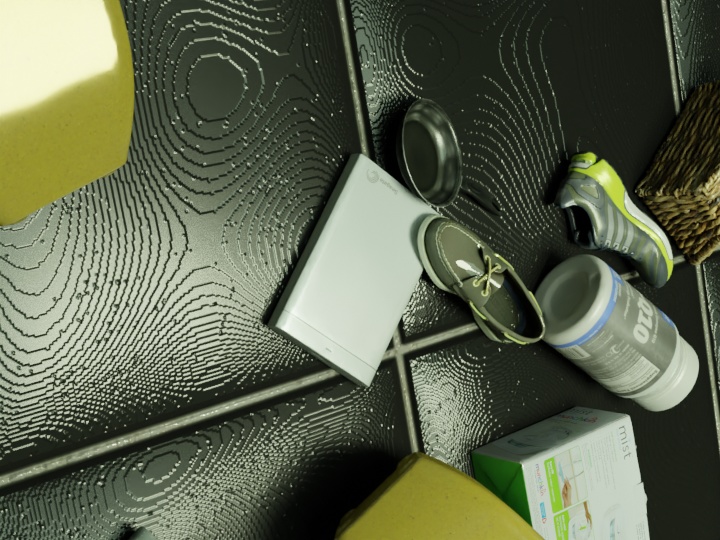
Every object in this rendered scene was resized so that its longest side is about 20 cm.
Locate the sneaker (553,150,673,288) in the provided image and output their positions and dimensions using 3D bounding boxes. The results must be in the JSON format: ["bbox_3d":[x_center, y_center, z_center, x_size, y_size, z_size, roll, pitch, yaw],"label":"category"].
[{"bbox_3d":[0.300,-0.046,1.289,0.200,0.074,0.081,46,74,-17],"label":"sneaker"}]

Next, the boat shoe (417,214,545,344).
[{"bbox_3d":[0.135,0.011,1.166,0.202,0.060,0.073,47,68,-34],"label":"boat shoe"}]

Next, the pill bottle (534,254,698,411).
[{"bbox_3d":[0.303,0.079,1.260,0.199,0.113,0.115,35,73,-29],"label":"pill bottle"}]

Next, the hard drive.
[{"bbox_3d":[0.000,0.000,1.113,0.131,0.027,0.202,35,72,-29],"label":"hard drive"}]

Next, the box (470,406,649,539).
[{"bbox_3d":[0.237,0.281,1.231,0.174,0.096,0.203,-17,100,-32],"label":"box"}]

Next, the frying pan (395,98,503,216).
[{"bbox_3d":[0.094,-0.122,1.169,0.189,0.031,0.117,4,79,-54],"label":"frying pan"}]

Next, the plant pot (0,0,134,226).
[{"bbox_3d":[-0.286,-0.151,0.833,0.193,0.194,0.203,-33,114,-28],"label":"plant pot"}]

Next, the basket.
[{"bbox_3d":[0.473,-0.125,1.350,0.149,0.142,0.201,45,69,-24],"label":"basket"}]

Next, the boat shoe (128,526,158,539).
[{"bbox_3d":[-0.142,0.305,1.000,0.200,0.070,0.072,39,74,-25],"label":"boat shoe"}]

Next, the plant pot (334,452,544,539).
[{"bbox_3d":[0.078,0.293,1.048,0.195,0.194,0.200,-43,85,-4],"label":"plant pot"}]
